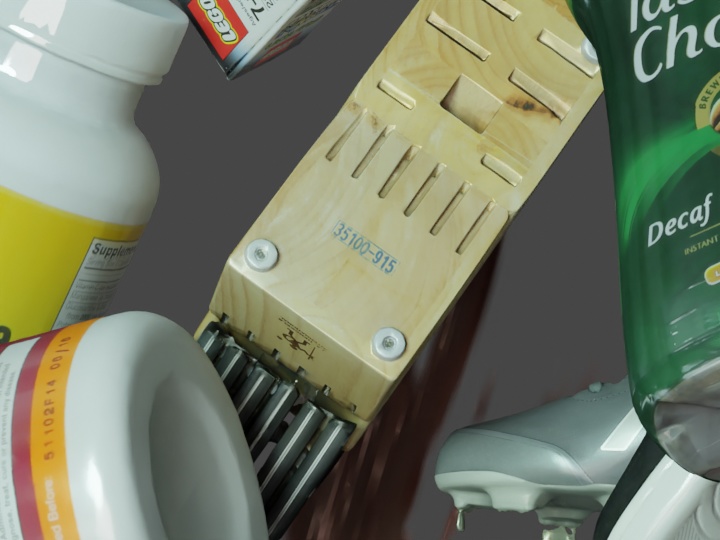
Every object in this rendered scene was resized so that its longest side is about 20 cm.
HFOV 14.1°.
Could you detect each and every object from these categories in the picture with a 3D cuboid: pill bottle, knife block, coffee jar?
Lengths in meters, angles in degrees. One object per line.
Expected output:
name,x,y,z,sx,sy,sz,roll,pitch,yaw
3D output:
pill bottle,-0.137,0.088,0.871,0.199,0.113,0.114,-14,91,17
knife block,0.000,0.000,0.949,0.064,0.176,0.200,35,74,1
pill bottle,-0.135,-0.011,0.975,0.112,0.112,0.201,27,100,10
coffee jar,0.115,-0.047,0.818,0.104,0.085,0.201,-22,53,21

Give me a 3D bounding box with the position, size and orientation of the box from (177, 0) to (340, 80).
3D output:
box,-0.064,-0.172,0.952,0.201,0.035,0.110,56,147,5

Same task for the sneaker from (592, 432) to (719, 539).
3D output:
sneaker,0.122,0.008,0.889,0.200,0.073,0.112,-48,46,-4

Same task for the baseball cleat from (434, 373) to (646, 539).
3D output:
baseball cleat,0.123,0.034,0.947,0.199,0.070,0.107,-2,80,9
